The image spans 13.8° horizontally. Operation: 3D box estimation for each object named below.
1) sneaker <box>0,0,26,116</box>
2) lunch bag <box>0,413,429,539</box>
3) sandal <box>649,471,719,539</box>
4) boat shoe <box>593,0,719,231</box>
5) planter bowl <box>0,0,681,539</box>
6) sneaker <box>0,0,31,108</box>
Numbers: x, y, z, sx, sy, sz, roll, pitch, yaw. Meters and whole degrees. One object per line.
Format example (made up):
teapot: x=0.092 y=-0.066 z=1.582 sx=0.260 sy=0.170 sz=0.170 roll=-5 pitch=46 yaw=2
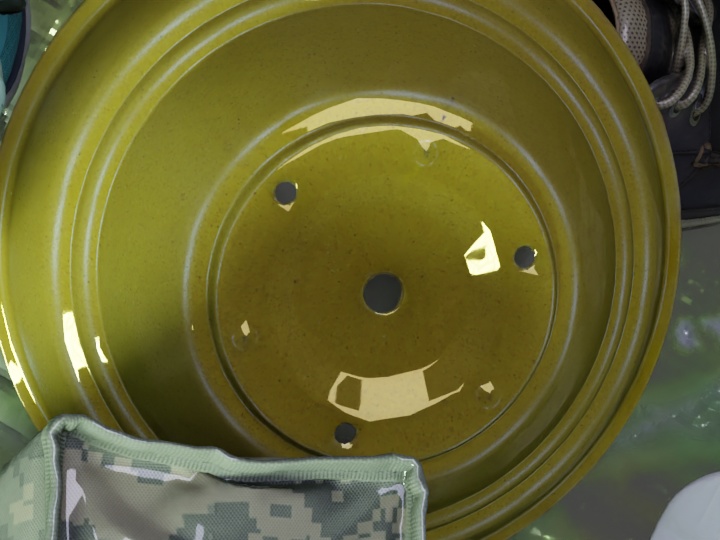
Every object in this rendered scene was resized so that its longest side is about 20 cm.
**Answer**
sneaker: x=-0.167 y=-0.084 z=0.770 sx=0.200 sy=0.118 sz=0.074 roll=42 pitch=57 yaw=3
lunch bag: x=-0.061 y=0.154 z=0.742 sx=0.117 sy=0.164 sz=0.200 roll=7 pitch=72 yaw=-20
sandal: x=0.173 y=0.128 z=0.875 sx=0.206 sy=0.059 sz=0.079 roll=29 pitch=96 yaw=0
boat shoe: x=0.074 y=-0.053 z=0.889 sx=0.200 sy=0.073 sz=0.075 roll=-5 pitch=77 yaw=-18
planter bowl: x=0.000 y=0.000 z=0.807 sx=0.200 sy=0.083 sz=0.201 roll=-2 pitch=100 yaw=-8
sneaker: x=-0.132 y=-0.138 z=0.850 sx=0.077 sy=0.080 sz=0.200 roll=-3 pitch=77 yaw=-17
